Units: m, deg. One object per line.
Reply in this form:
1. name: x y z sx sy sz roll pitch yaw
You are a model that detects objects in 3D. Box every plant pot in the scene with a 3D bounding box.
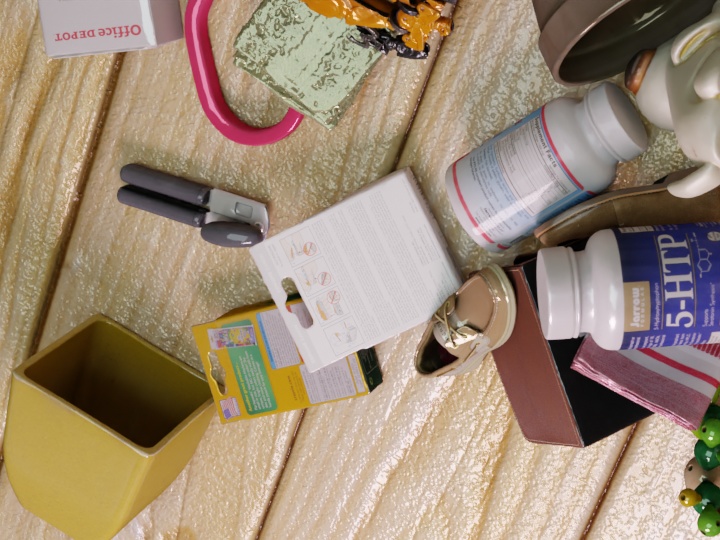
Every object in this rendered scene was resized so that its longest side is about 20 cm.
1. plant pot: -0.311 0.209 1.957 0.194 0.194 0.201 30 118 12
2. plant pot: 0.235 -0.307 1.606 0.199 0.199 0.175 -35 74 26

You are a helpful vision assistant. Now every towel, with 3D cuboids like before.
1. towel: 0.321 0.046 1.682 0.143 0.023 0.201 26 74 12
2. towel: -0.035 -0.268 1.769 0.148 0.037 0.201 36 104 -2

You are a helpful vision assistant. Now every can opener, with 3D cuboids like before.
1. can opener: -0.198 -0.073 1.897 0.198 0.067 0.054 17 109 16

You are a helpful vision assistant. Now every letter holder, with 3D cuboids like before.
1. letter holder: 0.210 0.077 1.759 0.142 0.100 0.202 -10 101 67

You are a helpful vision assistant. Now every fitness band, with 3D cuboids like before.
1. fitness band: -0.124 -0.241 1.841 0.142 0.037 0.202 -7 101 26

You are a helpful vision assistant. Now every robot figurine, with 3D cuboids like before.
1. robot figurine: 0.009 -0.297 1.687 0.199 0.059 0.145 25 145 -4

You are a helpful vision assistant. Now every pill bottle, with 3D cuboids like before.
1. pill bottle: 0.278 0.017 1.620 0.198 0.120 0.121 -5 104 0
2. pill bottle: 0.194 -0.110 1.707 0.199 0.109 0.109 -31 92 25

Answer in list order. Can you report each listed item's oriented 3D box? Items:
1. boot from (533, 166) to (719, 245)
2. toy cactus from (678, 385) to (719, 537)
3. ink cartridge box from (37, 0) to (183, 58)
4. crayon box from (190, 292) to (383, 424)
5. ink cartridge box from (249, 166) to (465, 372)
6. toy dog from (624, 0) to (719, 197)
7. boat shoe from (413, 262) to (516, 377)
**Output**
1. boot: 0.277 -0.048 1.675 0.198 0.074 0.076 -15 88 -1
2. toy cactus: 0.372 0.194 1.713 0.101 0.202 0.166 -5 147 2
3. ink cartridge box: -0.290 -0.349 1.849 0.146 0.086 0.202 -1 105 21
4. crayon box: -0.085 0.096 1.907 0.198 0.052 0.127 -14 99 24
5. ink cartridge box: 0.000 0.000 1.826 0.199 0.050 0.162 -25 95 13
6. toy dog: 0.345 -0.167 1.595 0.139 0.200 0.195 20 102 -24
7. boat shoe: 0.109 0.063 1.758 0.074 0.066 0.201 61 153 23
